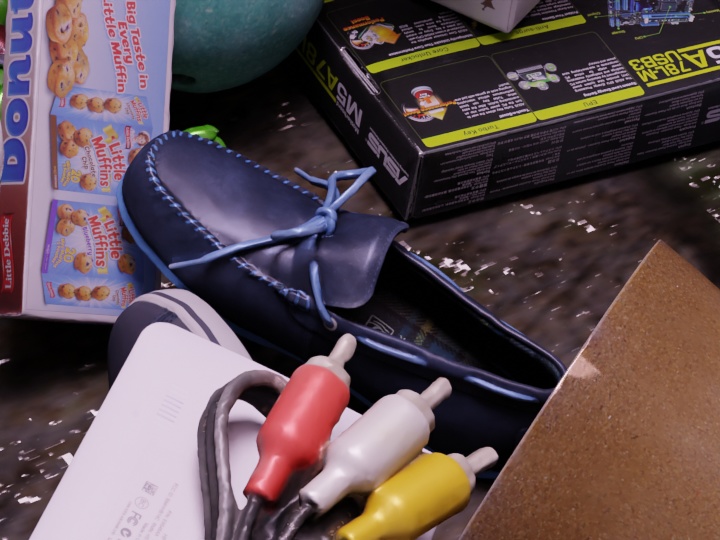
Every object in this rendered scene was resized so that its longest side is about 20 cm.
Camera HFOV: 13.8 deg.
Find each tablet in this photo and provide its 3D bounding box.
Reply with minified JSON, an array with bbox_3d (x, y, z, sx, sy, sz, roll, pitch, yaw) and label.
[{"bbox_3d":[-0.050,0.109,1.039,0.130,0.014,0.200,26,45,-1],"label":"tablet"}]

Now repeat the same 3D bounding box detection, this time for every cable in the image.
[{"bbox_3d":[-0.034,0.093,1.013,0.097,0.050,0.200,37,44,5],"label":"cable"}]

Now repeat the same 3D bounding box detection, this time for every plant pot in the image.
[{"bbox_3d":[0.139,0.121,1.067,0.200,0.187,0.187,33,45,5],"label":"plant pot"}]

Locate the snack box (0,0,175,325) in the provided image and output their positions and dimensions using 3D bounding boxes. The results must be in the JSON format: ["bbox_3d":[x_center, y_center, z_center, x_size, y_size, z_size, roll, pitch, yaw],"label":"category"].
[{"bbox_3d":[-0.109,-0.079,1.194,0.024,0.201,0.072,1,-3,45],"label":"snack box"}]

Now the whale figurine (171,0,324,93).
[{"bbox_3d":[-0.111,-0.128,1.308,0.199,0.159,0.104,-4,72,16],"label":"whale figurine"}]

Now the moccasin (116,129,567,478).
[{"bbox_3d":[0.000,0.000,1.185,0.199,0.068,0.081,31,49,-8],"label":"moccasin"}]

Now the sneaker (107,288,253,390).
[{"bbox_3d":[-0.068,0.086,1.113,0.079,0.079,0.200,-7,47,-27],"label":"sneaker"}]

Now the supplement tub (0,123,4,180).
[{"bbox_3d":[-0.206,-0.011,1.099,0.144,0.201,0.145,6,42,-5],"label":"supplement tub"}]

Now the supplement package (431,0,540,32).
[{"bbox_3d":[0.071,-0.222,1.378,0.121,0.120,0.200,25,43,17],"label":"supplement package"}]

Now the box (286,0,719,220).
[{"bbox_3d":[0.064,-0.118,1.385,0.199,0.048,0.193,-15,50,-26],"label":"box"}]

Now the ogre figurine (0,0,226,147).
[{"bbox_3d":[-0.153,-0.066,1.239,0.200,0.098,0.120,53,47,-20],"label":"ogre figurine"}]
